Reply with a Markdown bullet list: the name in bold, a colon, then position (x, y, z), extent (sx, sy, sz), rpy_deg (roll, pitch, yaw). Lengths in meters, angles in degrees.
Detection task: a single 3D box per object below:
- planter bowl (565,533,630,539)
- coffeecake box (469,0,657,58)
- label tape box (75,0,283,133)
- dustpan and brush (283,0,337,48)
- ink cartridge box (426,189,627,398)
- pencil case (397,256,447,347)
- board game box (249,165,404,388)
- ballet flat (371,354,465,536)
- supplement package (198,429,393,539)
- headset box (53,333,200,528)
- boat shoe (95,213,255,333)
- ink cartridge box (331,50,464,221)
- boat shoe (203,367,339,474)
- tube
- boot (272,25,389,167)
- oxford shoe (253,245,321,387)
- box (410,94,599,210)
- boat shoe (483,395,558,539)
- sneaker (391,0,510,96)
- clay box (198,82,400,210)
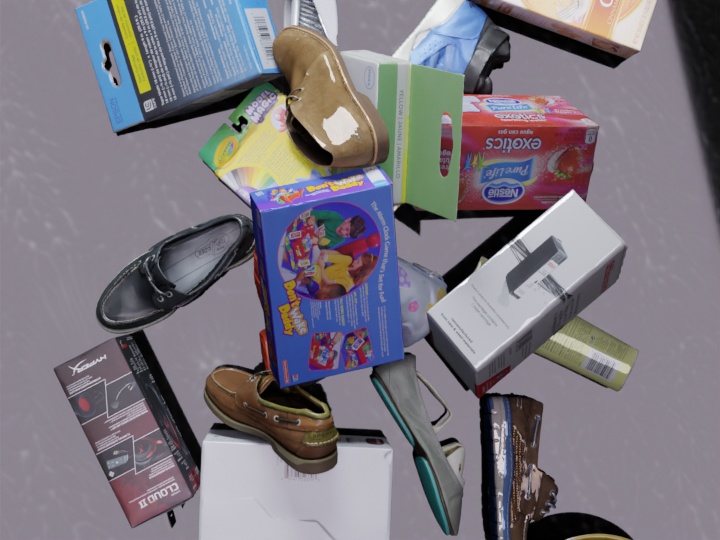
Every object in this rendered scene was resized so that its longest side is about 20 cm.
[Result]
- **planter bowl**: position (0.246, 0.376, 1.749), extent (0.198, 0.083, 0.203), rpy_deg (0, 90, -2)
- **coffeecake box**: position (0.226, -0.337, 1.760), extent (0.198, 0.073, 0.155), rpy_deg (19, 90, -1)
- **label tape box**: position (-0.190, -0.245, 1.736), extent (0.199, 0.063, 0.146), rpy_deg (-17, 90, 29)
- **dustpan and brush**: position (-0.064, -0.284, 1.741), extent (0.057, 0.140, 0.202), rpy_deg (5, 64, -12)
- **ink cartridge box**: position (0.170, 0.026, 1.685), extent (0.199, 0.144, 0.084), rpy_deg (-39, 75, -6)
- **pencil case**: position (0.000, 0.000, 1.697), extent (0.091, 0.084, 0.199), rpy_deg (-38, 125, 26)
- **board game box**: position (-0.031, 0.008, 1.615), extent (0.133, 0.045, 0.202), rpy_deg (-12, 120, -13)
- **ballet flat**: position (0.079, 0.184, 1.754), extent (0.063, 0.067, 0.202), rpy_deg (-25, 91, -10)
- **supplement package**: position (-0.069, 0.253, 1.724), extent (0.198, 0.111, 0.158), rpy_deg (3, 90, -3)
- **headset box**: position (-0.233, 0.172, 1.699), extent (0.074, 0.149, 0.201), rpy_deg (-26, 91, -2)
- **boat shoe**: position (-0.197, 0.000, 1.739), extent (0.198, 0.066, 0.075), rpy_deg (-26, 81, -2)
- **ink cartridge box**: position (0.033, -0.135, 1.627), extent (0.047, 0.200, 0.147), rpy_deg (-4, 104, -24)
- **boat shoe**: position (-0.089, 0.133, 1.679), extent (0.072, 0.199, 0.069), rpy_deg (-20, 123, -38)
- **tube**: position (0.202, 0.063, 1.772), extent (0.199, 0.058, 0.052), rpy_deg (27, 131, 3)
- **boot**: position (-0.050, -0.175, 1.627), extent (0.075, 0.074, 0.200), rpy_deg (-16, 49, -25)
- **oxford shoe**: position (-0.073, 0.028, 1.740), extent (0.072, 0.071, 0.202), rpy_deg (-6, 109, -9)
- **box**: position (0.136, -0.124, 1.703), extent (0.198, 0.100, 0.096), rpy_deg (-2, 115, -20)
- **boat shoe**: position (0.174, 0.235, 1.753), extent (0.072, 0.072, 0.202), rpy_deg (-3, 90, -4)
- **sneaker**: position (0.081, -0.192, 1.750), extent (0.111, 0.077, 0.200), rpy_deg (37, 82, 8)
- **clay box**: position (-0.066, -0.097, 1.758), extent (0.200, 0.048, 0.115), rpy_deg (43, 90, -1)
